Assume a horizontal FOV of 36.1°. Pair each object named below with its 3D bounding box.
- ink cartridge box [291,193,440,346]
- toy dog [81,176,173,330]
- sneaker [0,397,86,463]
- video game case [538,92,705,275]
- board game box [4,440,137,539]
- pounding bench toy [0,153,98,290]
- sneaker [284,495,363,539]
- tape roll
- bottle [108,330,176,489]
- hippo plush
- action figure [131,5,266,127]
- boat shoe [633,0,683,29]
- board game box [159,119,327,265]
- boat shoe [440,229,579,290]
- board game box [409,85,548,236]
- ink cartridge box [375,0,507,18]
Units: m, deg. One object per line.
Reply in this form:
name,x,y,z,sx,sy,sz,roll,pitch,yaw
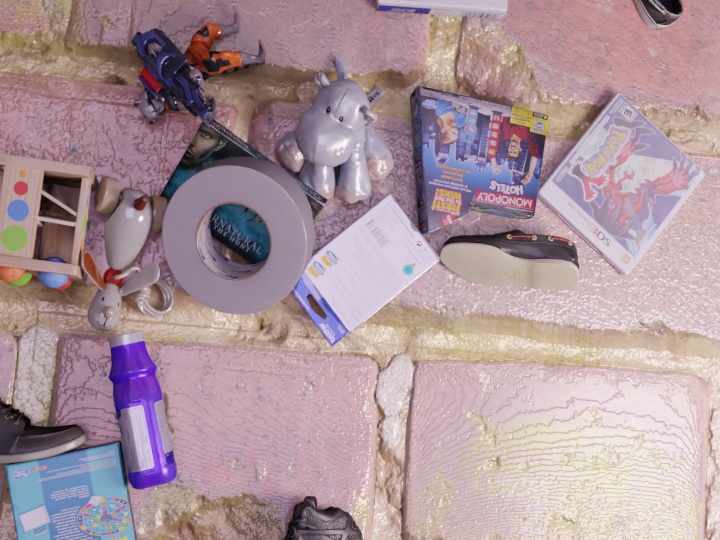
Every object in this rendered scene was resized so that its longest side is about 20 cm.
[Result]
ink cartridge box,0.000,0.000,1.550,0.199,0.042,0.120,-39,91,-12
toy dog,-0.307,-0.027,1.456,0.130,0.096,0.204,-7,90,-25
sneaker,-0.461,0.193,1.441,0.196,0.075,0.108,-5,88,-8
video game case,0.384,-0.128,1.629,0.182,0.023,0.201,41,80,-3
board game box,-0.374,0.340,1.456,0.148,0.047,0.204,-10,87,-10
pounding bench toy,-0.455,-0.062,1.442,0.196,0.124,0.159,8,84,-8
sneaker,-0.094,0.376,1.484,0.197,0.076,0.116,-23,87,-13
tape roll,-0.161,-0.047,1.471,0.196,0.066,0.204,2,107,8
bottle,-0.292,0.184,1.465,0.064,0.084,0.204,-12,88,-9
hippo plush,-0.016,-0.187,1.502,0.158,0.161,0.201,35,81,-4
action figure,-0.216,-0.258,1.508,0.192,0.105,0.201,-31,60,-4
boat shoe,0.418,-0.458,1.644,0.070,0.064,0.202,-33,90,-10
board game box,-0.160,-0.097,1.507,0.198,0.028,0.136,34,113,-4
boat shoe,0.213,-0.020,1.576,0.197,0.074,0.064,7,48,2
board game box,0.154,-0.140,1.575,0.196,0.062,0.204,11,84,-8
ink cartridge box,0.118,-0.474,1.611,0.192,0.043,0.204,2,82,-7
